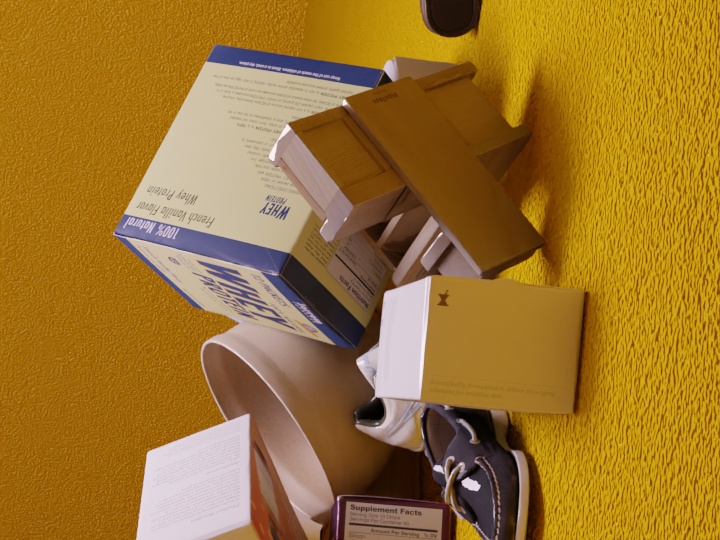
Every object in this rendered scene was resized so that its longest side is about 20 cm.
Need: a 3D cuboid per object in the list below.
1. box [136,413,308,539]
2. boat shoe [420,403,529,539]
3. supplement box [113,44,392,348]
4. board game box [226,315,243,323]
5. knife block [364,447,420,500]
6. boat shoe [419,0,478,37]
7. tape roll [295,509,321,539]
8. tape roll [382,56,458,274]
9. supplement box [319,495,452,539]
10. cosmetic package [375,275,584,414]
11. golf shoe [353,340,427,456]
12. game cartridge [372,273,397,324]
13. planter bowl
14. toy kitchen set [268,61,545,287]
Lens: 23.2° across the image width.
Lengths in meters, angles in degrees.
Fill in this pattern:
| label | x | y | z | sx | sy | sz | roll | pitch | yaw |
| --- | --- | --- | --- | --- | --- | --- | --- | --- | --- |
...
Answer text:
| label | x | y | z | sx | sy | sz | roll | pitch | yaw |
| --- | --- | --- | --- | --- | --- | --- | --- | --- | --- |
| box | -0.114 | 0.246 | 1.520 | 0.200 | 0.106 | 0.153 | -100 | -11 | -68 |
| boat shoe | 0.081 | 0.145 | 1.260 | 0.200 | 0.060 | 0.074 | -101 | 19 | -67 |
| supplement box | -0.067 | -0.066 | 1.520 | 0.134 | 0.199 | 0.201 | 46 | -116 | -48 |
| board game box | -0.047 | 0.008 | 1.837 | 0.062 | 0.198 | 0.202 | -22 | -58 | -66 |
| knife block | 0.023 | 0.244 | 1.637 | 0.176 | 0.063 | 0.202 | -126 | 43 | -79 |
| boat shoe | 0.080 | -0.318 | 1.614 | 0.068 | 0.071 | 0.202 | -114 | 31 | -74 |
| tape roll | -0.060 | 0.239 | 2.219 | 0.202 | 0.070 | 0.204 | -174 | 90 | -83 |
| tape roll | 0.050 | -0.100 | 1.679 | 0.202 | 0.070 | 0.204 | -174 | 90 | -83 |
| supplement box | 0.015 | 0.306 | 1.486 | 0.131 | 0.102 | 0.202 | 109 | 166 | -66 |
| cosmetic package | 0.076 | 0.052 | 1.201 | 0.200 | 0.107 | 0.086 | 156 | 120 | -83 |
| golf shoe | 0.047 | 0.074 | 1.456 | 0.079 | 0.096 | 0.201 | -91 | 11 | -54 |
| game cartridge | 0.000 | 0.000 | 1.643 | 0.200 | 0.032 | 0.177 | 50 | 157 | 41 |
| planter bowl | -0.034 | 0.112 | 1.603 | 0.200 | 0.134 | 0.201 | 45 | 158 | 24 |
| toy kitchen set | 0.032 | -0.021 | 1.309 | 0.163 | 0.199 | 0.181 | 51 | 136 | 17 |
